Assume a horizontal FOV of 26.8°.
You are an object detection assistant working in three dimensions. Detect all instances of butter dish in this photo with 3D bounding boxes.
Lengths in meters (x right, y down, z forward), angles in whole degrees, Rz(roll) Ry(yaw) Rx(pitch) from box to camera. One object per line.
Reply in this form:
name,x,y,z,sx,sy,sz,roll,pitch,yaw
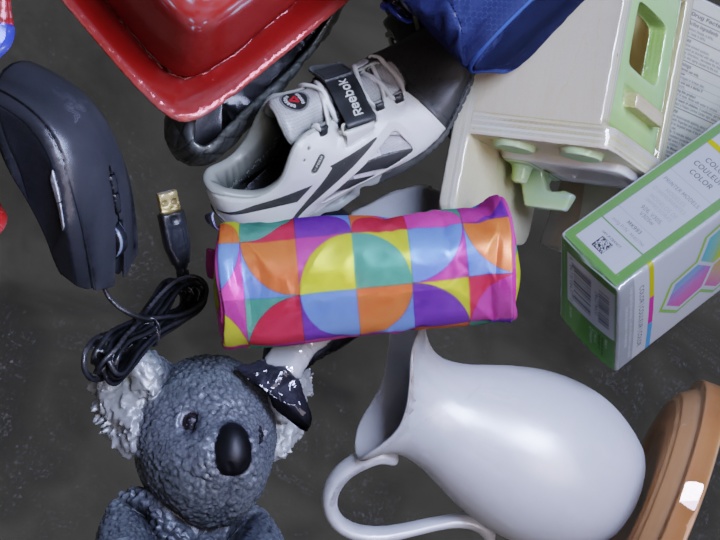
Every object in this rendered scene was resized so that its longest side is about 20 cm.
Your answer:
butter dish,-0.091,-0.223,0.885,0.199,0.148,0.200,-41,94,-12

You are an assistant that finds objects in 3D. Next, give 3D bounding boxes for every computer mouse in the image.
computer mouse,-0.146,-0.042,0.931,0.140,0.046,0.201,-38,112,-59

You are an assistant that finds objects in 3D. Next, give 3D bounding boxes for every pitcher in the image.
pitcher,0.085,0.141,1.075,0.199,0.121,0.172,24,108,-16

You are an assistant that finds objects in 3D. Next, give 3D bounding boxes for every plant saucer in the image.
plant saucer,0.210,0.172,1.095,0.032,0.200,0.201,22,89,4

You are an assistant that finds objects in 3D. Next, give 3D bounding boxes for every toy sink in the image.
toy sink,0.144,-0.116,1.008,0.130,0.111,0.201,19,82,-60

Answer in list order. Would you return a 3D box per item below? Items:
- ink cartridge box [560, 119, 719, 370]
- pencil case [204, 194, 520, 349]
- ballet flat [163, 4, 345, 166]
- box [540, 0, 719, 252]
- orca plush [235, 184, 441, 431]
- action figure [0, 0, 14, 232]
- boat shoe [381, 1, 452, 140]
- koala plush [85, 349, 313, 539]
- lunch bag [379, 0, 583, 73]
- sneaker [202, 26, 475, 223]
ink cartridge box,0.227,-0.032,1.016,0.200,0.059,0.104,-35,149,-15
pencil case,0.000,0.000,0.948,0.199,0.088,0.089,-3,101,-1
ballet flat,-0.055,-0.149,0.981,0.066,0.057,0.201,37,82,-24
box,0.216,-0.095,1.104,0.095,0.078,0.201,20,90,-26
orca plush,-0.003,0.030,1.022,0.071,0.105,0.201,87,22,-51
action figure,-0.255,-0.088,0.890,0.099,0.065,0.201,-6,102,-43
boat shoe,0.048,-0.177,1.025,0.063,0.071,0.201,-5,113,9
koala plush,-0.105,0.146,0.973,0.176,0.184,0.201,5,76,-21
lunch bag,0.088,-0.216,0.887,0.200,0.136,0.132,-42,82,18
sneaker,-0.014,-0.094,0.961,0.200,0.074,0.088,-41,147,5
